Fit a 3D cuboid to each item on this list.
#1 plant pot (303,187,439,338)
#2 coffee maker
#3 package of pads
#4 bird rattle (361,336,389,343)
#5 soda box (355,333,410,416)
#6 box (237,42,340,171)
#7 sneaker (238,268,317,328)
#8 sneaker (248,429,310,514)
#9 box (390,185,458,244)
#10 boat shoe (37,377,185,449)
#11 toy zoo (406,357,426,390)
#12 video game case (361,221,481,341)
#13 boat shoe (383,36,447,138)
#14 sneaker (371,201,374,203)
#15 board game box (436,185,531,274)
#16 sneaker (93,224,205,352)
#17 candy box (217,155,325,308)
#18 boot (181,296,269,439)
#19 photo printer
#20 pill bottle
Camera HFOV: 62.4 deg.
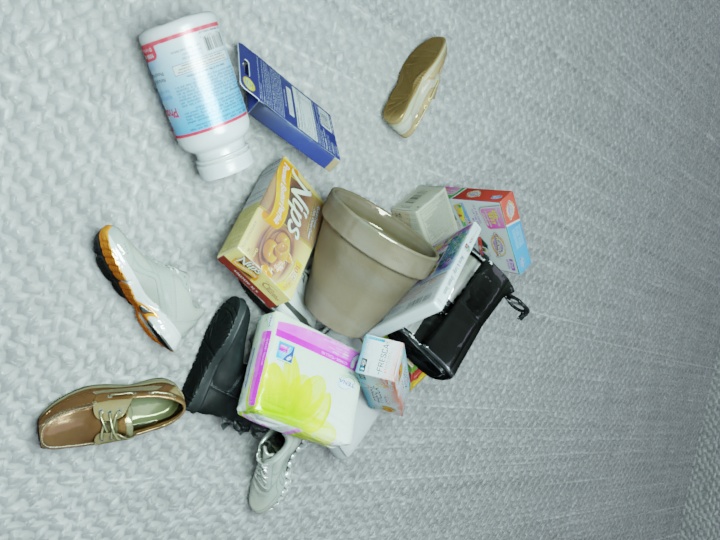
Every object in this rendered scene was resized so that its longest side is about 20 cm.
[{"bbox_3d":[0.000,0.000,0.925,0.196,0.200,0.177,19,108,-39],"label":"plant pot"},{"bbox_3d":[0.167,0.083,1.017,0.202,0.189,0.136,-52,163,-17],"label":"coffee maker"},{"bbox_3d":[-0.085,0.175,0.915,0.197,0.067,0.159,29,60,-35],"label":"package of pads"},{"bbox_3d":[0.073,0.069,1.097,0.200,0.112,0.165,-44,118,-17],"label":"bird rattle"},{"bbox_3d":[0.041,0.178,0.983,0.202,0.066,0.065,76,28,-60],"label":"soda box"},{"bbox_3d":[-0.115,-0.247,0.903,0.198,0.032,0.124,33,33,-39],"label":"box"},{"bbox_3d":[-0.123,0.014,0.978,0.116,0.074,0.204,-54,130,-33],"label":"sneaker"},{"bbox_3d":[-0.144,0.311,0.971,0.080,0.074,0.205,3,115,-57],"label":"sneaker"},{"bbox_3d":[0.143,-0.053,1.167,0.094,0.077,0.205,-36,119,-28],"label":"box"},{"bbox_3d":[-0.335,0.197,0.820,0.195,0.073,0.079,-12,105,-38],"label":"boat shoe"},{"bbox_3d":[0.136,0.167,1.165,0.131,0.020,0.202,-42,159,-16],"label":"toy zoo"},{"bbox_3d":[0.095,0.022,0.962,0.024,0.198,0.184,42,52,-12],"label":"video game case"},{"bbox_3d":[0.108,-0.337,1.099,0.204,0.072,0.069,-60,139,-13],"label":"boat shoe"},{"bbox_3d":[-0.016,-0.038,1.044,0.199,0.079,0.131,-44,113,-14],"label":"sneaker"},{"bbox_3d":[0.224,-0.081,1.151,0.040,0.197,0.157,-37,120,-26],"label":"board game box"},{"bbox_3d":[-0.291,0.012,0.833,0.092,0.074,0.204,-46,131,-32],"label":"sneaker"},{"bbox_3d":[-0.126,-0.061,0.901,0.116,0.054,0.204,47,42,-30],"label":"candy box"},{"bbox_3d":[-0.180,0.159,0.943,0.160,0.073,0.203,27,87,-37],"label":"boot"},{"bbox_3d":[-0.040,0.206,1.062,0.167,0.068,0.203,-49,125,-30],"label":"photo printer"},{"bbox_3d":[-0.217,-0.235,0.818,0.107,0.107,0.206,-30,116,-31],"label":"pill bottle"}]
